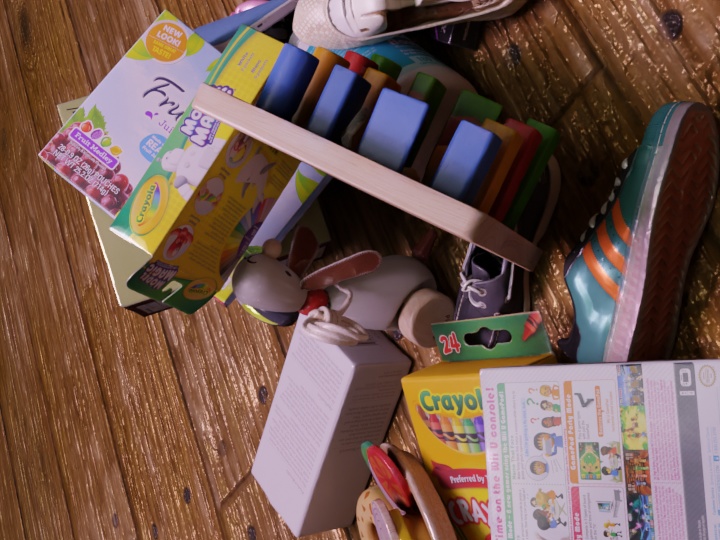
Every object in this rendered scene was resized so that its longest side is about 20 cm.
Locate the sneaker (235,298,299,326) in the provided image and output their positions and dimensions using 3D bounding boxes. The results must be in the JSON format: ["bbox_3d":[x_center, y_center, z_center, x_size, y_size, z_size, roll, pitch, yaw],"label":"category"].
[{"bbox_3d":[-0.103,-0.035,1.015,0.081,0.074,0.200,-39,61,43],"label":"sneaker"}]

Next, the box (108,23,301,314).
[{"bbox_3d":[-0.104,-0.066,0.698,0.048,0.117,0.200,29,85,21],"label":"box"}]

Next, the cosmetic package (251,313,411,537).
[{"bbox_3d":[-0.032,0.146,0.916,0.101,0.071,0.200,44,124,44],"label":"cosmetic package"}]

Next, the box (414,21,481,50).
[{"bbox_3d":[0.049,-0.291,0.838,0.200,0.036,0.143,35,118,46],"label":"box"}]

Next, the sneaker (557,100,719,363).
[{"bbox_3d":[0.177,-0.019,0.634,0.080,0.071,0.201,27,113,46],"label":"sneaker"}]

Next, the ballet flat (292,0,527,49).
[{"bbox_3d":[0.036,-0.219,0.742,0.199,0.062,0.068,-9,100,11],"label":"ballet flat"}]

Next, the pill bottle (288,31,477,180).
[{"bbox_3d":[0.010,-0.158,0.827,0.200,0.111,0.111,47,126,42],"label":"pill bottle"}]

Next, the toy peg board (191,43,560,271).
[{"bbox_3d":[0.031,-0.092,0.627,0.200,0.199,0.098,27,94,20],"label":"toy peg board"}]

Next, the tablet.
[{"bbox_3d":[-0.148,-0.231,0.941,0.200,0.130,0.014,-2,124,47],"label":"tablet"}]

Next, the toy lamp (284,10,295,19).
[{"bbox_3d":[-0.053,-0.218,0.959,0.058,0.058,0.201,-22,74,51],"label":"toy lamp"}]

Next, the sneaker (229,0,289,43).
[{"bbox_3d":[-0.138,-0.225,1.070,0.200,0.079,0.096,-24,82,52],"label":"sneaker"}]

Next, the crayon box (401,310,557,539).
[{"bbox_3d":[0.103,0.136,0.713,0.127,0.051,0.201,-13,93,53],"label":"crayon box"}]

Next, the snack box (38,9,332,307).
[{"bbox_3d":[-0.142,-0.095,0.817,0.169,0.200,0.068,-51,1,-8],"label":"snack box"}]

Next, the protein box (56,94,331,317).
[{"bbox_3d":[-0.156,-0.081,0.917,0.135,0.199,0.199,129,122,-81],"label":"protein box"}]

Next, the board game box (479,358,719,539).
[{"bbox_3d":[0.179,0.128,0.572,0.199,0.064,0.148,-4,86,26],"label":"board game box"}]

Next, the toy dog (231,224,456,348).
[{"bbox_3d":[0.000,0.000,0.785,0.132,0.200,0.097,21,97,35],"label":"toy dog"}]

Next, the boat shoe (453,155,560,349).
[{"bbox_3d":[0.098,-0.002,0.748,0.073,0.063,0.201,34,118,46],"label":"boat shoe"}]

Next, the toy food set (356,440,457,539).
[{"bbox_3d":[0.042,0.233,0.773,0.200,0.049,0.198,-117,16,-46],"label":"toy food set"}]
